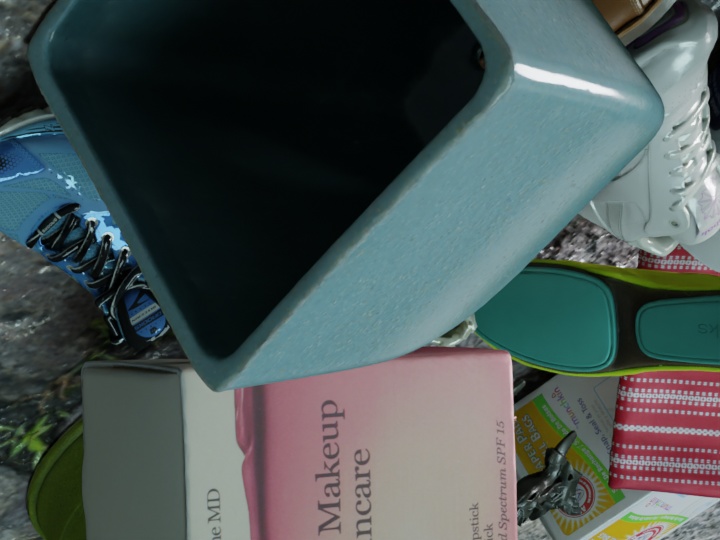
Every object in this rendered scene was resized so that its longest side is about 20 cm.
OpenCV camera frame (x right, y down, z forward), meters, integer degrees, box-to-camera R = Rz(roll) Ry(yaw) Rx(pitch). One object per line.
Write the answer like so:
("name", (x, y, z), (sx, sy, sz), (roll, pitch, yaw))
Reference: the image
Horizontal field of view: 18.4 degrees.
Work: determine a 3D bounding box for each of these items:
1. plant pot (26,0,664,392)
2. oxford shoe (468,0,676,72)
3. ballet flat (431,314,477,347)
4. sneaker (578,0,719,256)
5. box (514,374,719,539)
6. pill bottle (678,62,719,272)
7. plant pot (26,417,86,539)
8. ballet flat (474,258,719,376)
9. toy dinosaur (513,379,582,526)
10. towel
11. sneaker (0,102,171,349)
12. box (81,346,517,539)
("plant pot", (0.017, -0.080, 0.962), (0.200, 0.197, 0.196), (4, 137, -50))
("oxford shoe", (0.113, -0.148, 1.056), (0.071, 0.071, 0.200), (35, 107, -15))
("ballet flat", (0.000, 0.000, 1.179), (0.072, 0.072, 0.200), (-42, 146, 22))
("sneaker", (0.159, -0.072, 1.137), (0.075, 0.100, 0.200), (-47, 170, -21))
("box", (0.201, 0.094, 1.428), (0.200, 0.101, 0.112), (-35, 156, 12))
("pill bottle", (0.247, -0.090, 1.195), (0.111, 0.111, 0.200), (3, 138, -41))
("plant pot", (-0.064, 0.180, 1.269), (0.200, 0.193, 0.201), (-20, 148, -13))
("ballet flat", (0.159, 0.027, 1.279), (0.200, 0.067, 0.067), (4, -169, 26))
("toy dinosaur", (0.062, 0.139, 1.335), (0.136, 0.102, 0.200), (-34, -177, -31))
("towel", (0.230, 0.046, 1.324), (0.144, 0.022, 0.201), (6, 109, 1))
("sneaker", (-0.105, -0.013, 1.025), (0.200, 0.090, 0.078), (21, 142, -40))
("box", (-0.030, 0.106, 1.128), (0.200, 0.128, 0.109), (-2, 180, -34))
